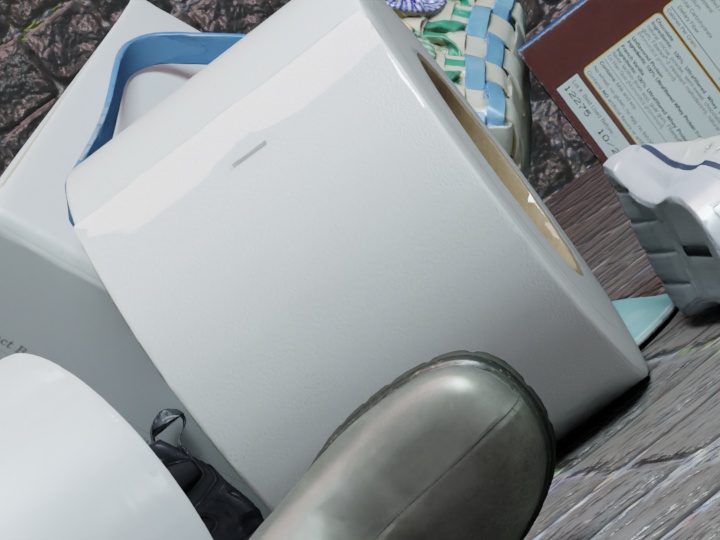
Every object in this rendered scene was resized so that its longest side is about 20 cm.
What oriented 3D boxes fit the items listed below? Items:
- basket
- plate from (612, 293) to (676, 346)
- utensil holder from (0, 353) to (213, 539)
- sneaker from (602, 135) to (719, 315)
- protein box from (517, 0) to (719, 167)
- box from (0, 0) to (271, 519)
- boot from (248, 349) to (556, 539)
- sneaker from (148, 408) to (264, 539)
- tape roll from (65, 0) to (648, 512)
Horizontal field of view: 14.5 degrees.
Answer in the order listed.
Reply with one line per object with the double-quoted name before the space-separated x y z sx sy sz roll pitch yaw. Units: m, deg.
"basket" -0.023 -0.065 1.278 0.199 0.139 0.176 -3 31 7
"plate" 0.056 0.063 1.268 0.200 0.026 0.200 -37 2 2
"utensil holder" -0.163 0.147 1.020 0.200 0.170 0.170 -35 0 -26
"sneaker" 0.150 -0.025 1.118 0.071 0.073 0.200 -28 9 -4
"protein box" 0.206 -0.121 1.296 0.200 0.135 0.199 -37 1 19
"box" -0.090 0.016 1.389 0.171 0.199 0.200 -59 3 42
"boot" -0.023 0.117 0.831 0.200 0.068 0.131 -45 3 18
"sneaker" -0.131 0.149 1.267 0.200 0.114 0.075 -37 1 -16
"tape roll" 0.000 0.000 1.102 0.139 0.203 0.203 -36 1 7
